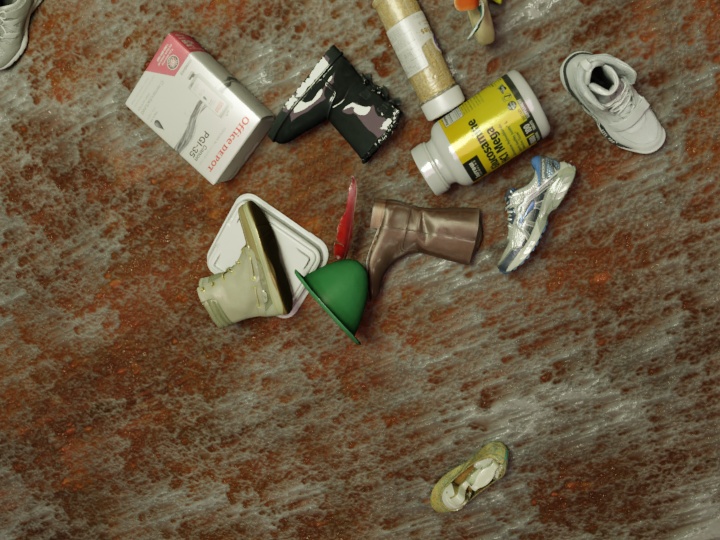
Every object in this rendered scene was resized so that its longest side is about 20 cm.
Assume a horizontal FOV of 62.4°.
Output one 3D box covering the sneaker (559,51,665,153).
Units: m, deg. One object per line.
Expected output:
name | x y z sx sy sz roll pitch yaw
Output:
sneaker | 0.381 -0.244 0.880 0.199 0.115 0.075 43 108 -4

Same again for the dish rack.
dish rack | -0.174 -0.019 1.072 0.198 0.044 0.173 34 108 -1

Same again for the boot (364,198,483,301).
boot | 0.108 -0.024 1.019 0.195 0.064 0.191 8 109 2

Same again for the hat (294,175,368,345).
hat | 0.000 0.000 0.997 0.176 0.200 0.166 -43 64 -4

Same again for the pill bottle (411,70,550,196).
pill bottle | 0.182 -0.206 0.924 0.198 0.113 0.114 -32 99 16

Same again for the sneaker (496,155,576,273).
sneaker | 0.267 -0.094 0.972 0.084 0.077 0.203 29 101 10

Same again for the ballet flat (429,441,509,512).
ballet flat | 0.201 0.400 1.117 0.071 0.071 0.200 42 108 -4

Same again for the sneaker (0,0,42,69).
sneaker | -0.605 -0.436 1.003 0.074 0.082 0.202 34 108 -2

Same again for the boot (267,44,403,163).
boot | -0.038 -0.243 0.975 0.162 0.074 0.199 41 107 -7

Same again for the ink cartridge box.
ink cartridge box | -0.264 -0.267 0.995 0.199 0.083 0.147 42 107 -4

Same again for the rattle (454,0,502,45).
rattle | 0.199 -0.388 0.824 0.139 0.200 0.133 -2 106 9

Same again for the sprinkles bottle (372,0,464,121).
sprinkles bottle | 0.091 -0.339 0.925 0.067 0.068 0.203 -26 100 15

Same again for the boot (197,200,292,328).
boot | -0.214 -0.006 1.025 0.151 0.072 0.204 -13 103 15
